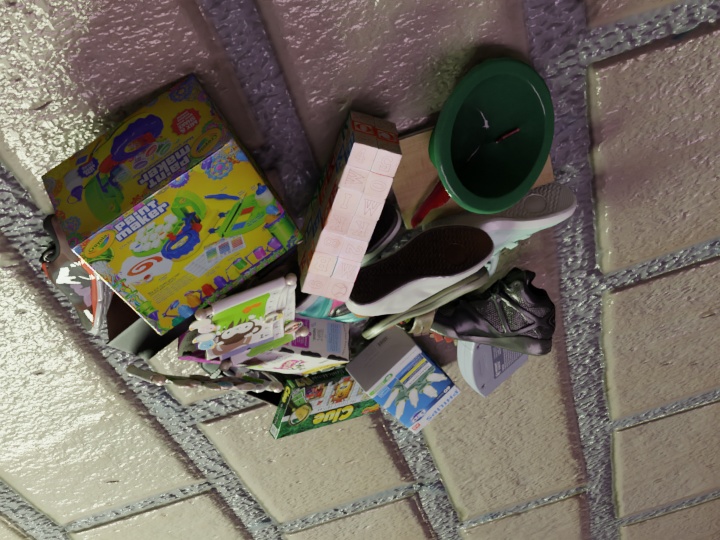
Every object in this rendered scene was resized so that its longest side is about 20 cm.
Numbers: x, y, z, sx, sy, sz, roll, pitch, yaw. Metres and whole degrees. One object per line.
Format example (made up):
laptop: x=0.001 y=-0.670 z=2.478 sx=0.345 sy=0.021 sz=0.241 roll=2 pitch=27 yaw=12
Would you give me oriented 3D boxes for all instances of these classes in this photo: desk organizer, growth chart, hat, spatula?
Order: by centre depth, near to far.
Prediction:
hat: x=0.105 y=-0.157 z=1.307 sx=0.165 sy=0.176 sz=0.201 roll=33 pitch=85 yaw=-33
growth chart: x=-0.132 y=0.065 z=1.337 sx=0.144 sy=0.018 sz=0.200 roll=-26 pitch=158 yaw=-11
spatula: x=-0.135 y=0.023 z=1.393 sx=0.200 sy=0.020 sz=0.057 roll=-50 pitch=168 yaw=-20
desk organizer: x=-0.234 y=0.023 z=1.397 sx=0.200 sy=0.077 sz=0.072 roll=-36 pitch=140 yaw=26
growth chart: x=-0.201 y=0.142 z=1.435 sx=0.199 sy=0.018 sz=0.144 roll=9 pitch=176 yaw=-37

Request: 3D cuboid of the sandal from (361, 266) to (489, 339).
sandal: x=0.084 y=0.052 z=1.449 sx=0.200 sy=0.080 sz=0.058 roll=-23 pitch=109 yaw=29

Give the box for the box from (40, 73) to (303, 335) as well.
box: x=-0.201 y=-0.067 z=1.212 sx=0.199 sy=0.122 sz=0.193 roll=-33 pitch=143 yaw=0

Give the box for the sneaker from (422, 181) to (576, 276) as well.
sneaker: x=0.188 y=-0.049 z=1.456 sx=0.199 sy=0.074 sz=0.118 roll=-14 pitch=143 yaw=8

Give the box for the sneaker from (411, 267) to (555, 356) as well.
sneaker: x=0.169 y=0.042 z=1.505 sx=0.198 sy=0.076 sz=0.115 roll=10 pitch=105 yaw=6

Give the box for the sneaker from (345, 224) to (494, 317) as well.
sneaker: x=0.071 y=0.003 z=1.394 sx=0.199 sy=0.073 sz=0.085 roll=-20 pitch=159 yaw=-7

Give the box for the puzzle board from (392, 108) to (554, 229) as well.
puzzle board: x=0.133 y=-0.134 z=1.362 sx=0.199 sy=0.017 sz=0.151 roll=-18 pitch=138 yaw=4

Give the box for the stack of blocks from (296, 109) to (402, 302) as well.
stack of blocks: x=-0.016 y=-0.080 z=1.294 sx=0.058 sy=0.115 sz=0.201 roll=14 pitch=120 yaw=-14

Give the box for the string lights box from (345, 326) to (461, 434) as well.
string lights box: x=0.068 y=0.165 z=1.679 sx=0.103 sy=0.059 sz=0.200 roll=-43 pitch=144 yaw=1

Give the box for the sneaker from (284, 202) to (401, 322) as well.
sneaker: x=0.000 y=0.000 z=1.447 sx=0.200 sy=0.084 sz=0.120 roll=-39 pitch=143 yaw=22

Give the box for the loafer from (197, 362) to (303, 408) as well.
loafer: x=-0.154 y=0.156 z=1.616 sx=0.072 sy=0.063 sz=0.199 roll=-36 pitch=140 yaw=29

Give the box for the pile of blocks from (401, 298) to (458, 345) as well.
pile of blocks: x=0.105 y=0.065 z=1.589 sx=0.199 sy=0.062 sz=0.082 roll=11 pitch=137 yaw=-32

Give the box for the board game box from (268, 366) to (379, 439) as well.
board game box: x=-0.040 y=0.190 z=1.669 sx=0.199 sy=0.023 sz=0.105 roll=-10 pitch=135 yaw=-38

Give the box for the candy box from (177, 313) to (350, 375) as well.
candy box: x=-0.131 y=0.095 z=1.505 sx=0.199 sy=0.062 sz=0.136 roll=10 pitch=162 yaw=-31

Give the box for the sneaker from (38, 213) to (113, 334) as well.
sneaker: x=-0.344 y=-0.004 z=1.345 sx=0.081 sy=0.077 sz=0.201 roll=10 pitch=137 yaw=0

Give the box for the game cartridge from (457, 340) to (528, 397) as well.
game cartridge: x=0.202 y=0.104 z=1.652 sx=0.133 sy=0.041 sz=0.201 roll=-42 pitch=148 yaw=-19
